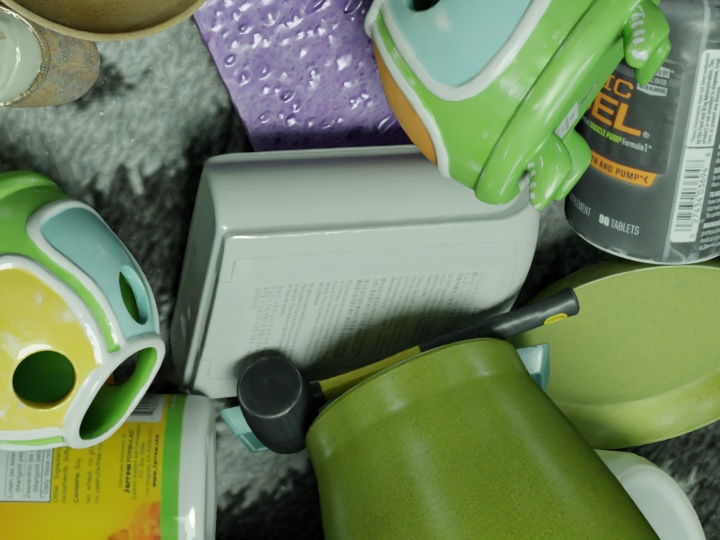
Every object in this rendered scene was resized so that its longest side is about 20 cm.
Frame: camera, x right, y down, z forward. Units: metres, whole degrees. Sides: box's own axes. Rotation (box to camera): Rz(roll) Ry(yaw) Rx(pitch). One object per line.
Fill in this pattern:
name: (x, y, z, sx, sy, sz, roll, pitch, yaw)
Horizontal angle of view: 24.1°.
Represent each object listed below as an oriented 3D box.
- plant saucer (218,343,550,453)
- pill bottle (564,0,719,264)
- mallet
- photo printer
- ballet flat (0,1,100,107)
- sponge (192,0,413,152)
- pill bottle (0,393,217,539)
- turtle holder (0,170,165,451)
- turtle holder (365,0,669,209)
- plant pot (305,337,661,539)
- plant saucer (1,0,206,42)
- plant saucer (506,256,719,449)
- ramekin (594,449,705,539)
plant saucer: (0.018, 0.079, 1.018, 0.199, 0.019, 0.070, -11, 161, 4)
pill bottle: (0.180, -0.114, 0.967, 0.106, 0.106, 0.201, -5, 119, -18)
mallet: (0.028, 0.055, 0.957, 0.199, 0.041, 0.066, -16, 154, -8)
photo printer: (0.000, 0.000, 0.960, 0.199, 0.070, 0.167, -4, 144, -17)
ballet flat: (-0.219, -0.118, 0.841, 0.199, 0.067, 0.068, 18, 114, -28)
sponge: (-0.029, -0.133, 0.925, 0.111, 0.030, 0.201, -26, 124, -4)
pill bottle: (-0.183, 0.125, 0.950, 0.198, 0.111, 0.112, 1, 119, -1)
turtle holder: (-0.175, 0.022, 0.853, 0.141, 0.131, 0.186, -52, 167, -14)
turtle holder: (0.086, -0.131, 0.850, 0.131, 0.141, 0.186, 36, 122, 8)
plant pot: (0.064, 0.149, 0.906, 0.199, 0.194, 0.201, -21, 158, -9)
plant saucer: (-0.135, -0.207, 0.796, 0.199, 0.035, 0.202, 0, 89, -43)
plant saucer: (0.172, 0.047, 1.063, 0.198, 0.031, 0.201, -5, 143, -4)
ramekin: (0.145, 0.204, 1.061, 0.094, 0.203, 0.202, -11, 135, 39)
